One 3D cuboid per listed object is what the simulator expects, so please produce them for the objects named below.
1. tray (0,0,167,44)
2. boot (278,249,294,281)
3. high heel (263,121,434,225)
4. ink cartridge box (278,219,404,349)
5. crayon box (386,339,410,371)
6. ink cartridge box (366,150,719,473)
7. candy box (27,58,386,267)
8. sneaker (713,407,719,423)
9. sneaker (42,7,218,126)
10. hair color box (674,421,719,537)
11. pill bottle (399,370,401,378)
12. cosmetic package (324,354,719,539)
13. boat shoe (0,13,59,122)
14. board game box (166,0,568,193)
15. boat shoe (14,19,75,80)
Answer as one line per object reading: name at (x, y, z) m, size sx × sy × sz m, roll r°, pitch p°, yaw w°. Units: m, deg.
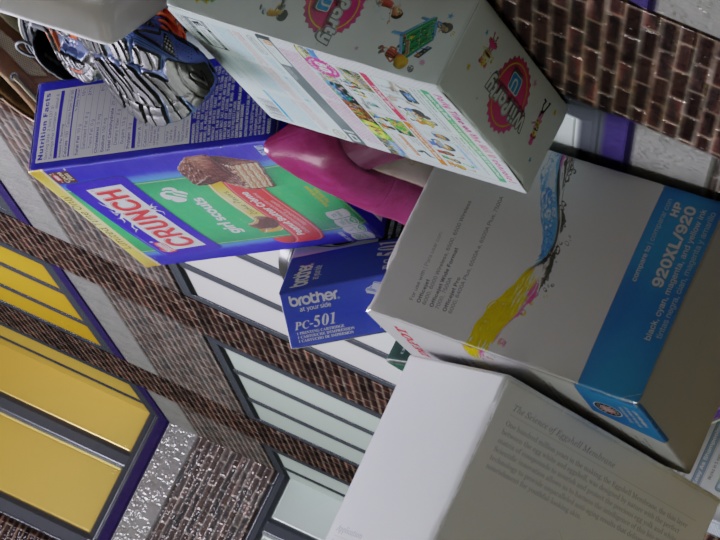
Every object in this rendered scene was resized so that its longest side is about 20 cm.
tray at (-0.203, -0.197, 1.462) m, size 0.200 × 0.107 × 0.022 m, roll 19°, pitch 133°, yaw 29°
boot at (0.049, 0.019, 1.839) m, size 0.158 × 0.079 × 0.211 m, roll 25°, pitch 180°, yaw 40°
high heel at (0.010, -0.060, 1.559) m, size 0.096 × 0.067 × 0.200 m, roll -10°, pitch 150°, yaw 15°
ink cartridge box at (0.000, 0.000, 1.654) m, size 0.094 × 0.044 × 0.200 m, roll -10°, pitch -165°, yaw 6°
crayon box at (0.129, 0.060, 1.745) m, size 0.200 × 0.126 × 0.052 m, roll 33°, pitch 166°, yaw -28°
ink cartridge box at (0.137, 0.017, 1.505) m, size 0.200 × 0.145 × 0.147 m, roll 19°, pitch 167°, yaw 27°
candy box at (-0.105, -0.076, 1.623) m, size 0.200 × 0.077 × 0.169 m, roll -5°, pitch 155°, yaw 27°
sneaker at (0.207, 0.052, 1.678) m, size 0.200 × 0.081 × 0.083 m, roll 33°, pitch 160°, yaw -26°
sneaker at (-0.141, -0.154, 1.476) m, size 0.200 × 0.078 × 0.075 m, roll 35°, pitch 157°, yaw 52°
hair color box at (0.316, 0.170, 1.882) m, size 0.200 × 0.099 × 0.061 m, roll 22°, pitch 167°, yaw 20°
pill bottle at (0.128, 0.115, 1.946) m, size 0.112 × 0.112 × 0.200 m, roll 34°, pitch 174°, yaw -33°
cosmetic package at (0.093, 0.188, 1.494) m, size 0.199 × 0.200 × 0.123 m, roll 31°, pitch 170°, yaw -30°
boat shoe at (-0.300, -0.179, 1.747) m, size 0.200 × 0.074 × 0.076 m, roll 31°, pitch 166°, yaw -22°
board game box at (0.005, -0.126, 1.381) m, size 0.200 × 0.064 × 0.148 m, roll 20°, pitch 167°, yaw 31°
boat shoe at (-0.207, -0.165, 1.651) m, size 0.075 × 0.062 × 0.200 m, roll 29°, pitch 169°, yaw -21°
